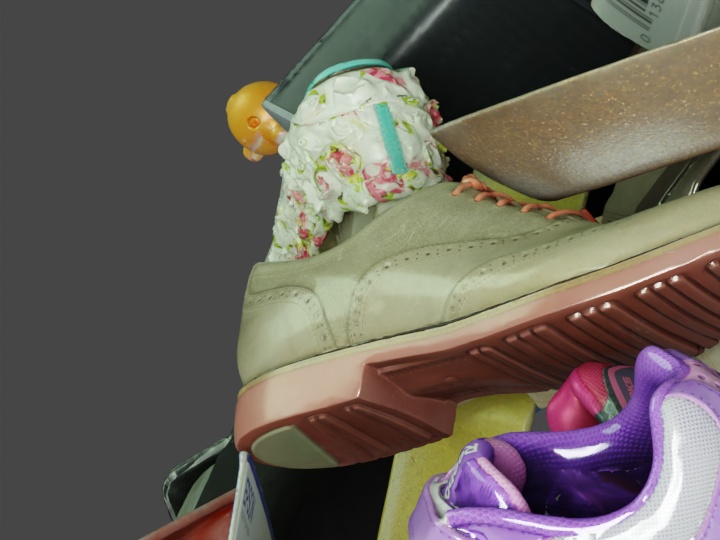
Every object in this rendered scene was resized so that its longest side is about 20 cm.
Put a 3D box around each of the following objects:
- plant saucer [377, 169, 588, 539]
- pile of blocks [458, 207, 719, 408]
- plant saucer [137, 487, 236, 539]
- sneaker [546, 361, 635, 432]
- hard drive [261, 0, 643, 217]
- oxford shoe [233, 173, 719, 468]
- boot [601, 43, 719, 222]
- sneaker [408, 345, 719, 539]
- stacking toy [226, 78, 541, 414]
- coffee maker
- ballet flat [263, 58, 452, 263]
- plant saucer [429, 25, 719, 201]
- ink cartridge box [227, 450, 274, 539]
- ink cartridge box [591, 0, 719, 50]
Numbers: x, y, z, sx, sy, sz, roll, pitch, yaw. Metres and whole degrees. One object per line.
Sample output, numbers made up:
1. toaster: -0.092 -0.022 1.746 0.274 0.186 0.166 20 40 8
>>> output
1. plant saucer: 0.044 0.056 1.131 0.201 0.048 0.201 -73 -5 -47
2. pile of blocks: 0.070 -0.002 0.965 0.199 0.062 0.082 -6 42 47
3. plant saucer: -0.091 0.200 1.067 0.200 0.036 0.201 -24 -71 -56
4. sneaker: 0.058 0.118 0.818 0.201 0.074 0.081 -64 6 -34
5. hard drive: 0.067 -0.060 1.182 0.135 0.200 0.042 -46 45 11
6. oxford shoe: 0.044 -0.001 0.880 0.199 0.070 0.075 -18 64 23
7. boot: 0.135 -0.044 1.084 0.201 0.070 0.146 -66 7 -8
8. sneaker: 0.034 0.089 0.732 0.200 0.089 0.081 -35 23 12
9. stacking toy: 0.026 -0.030 1.351 0.116 0.199 0.110 -59 4 25
10. coffee maker: -0.032 0.142 1.347 0.193 0.134 0.200 -57 6 29
11. ballet flat: 0.000 0.000 1.094 0.200 0.075 0.064 88 163 -59
12. plant saucer: 0.121 -0.061 0.934 0.199 0.037 0.200 -18 1 0
13. ink cartridge box: -0.064 0.173 0.960 0.196 0.043 0.202 86 -169 -74
14. ink cartridge box: 0.172 -0.185 1.049 0.200 0.050 0.163 -42 -22 -38
